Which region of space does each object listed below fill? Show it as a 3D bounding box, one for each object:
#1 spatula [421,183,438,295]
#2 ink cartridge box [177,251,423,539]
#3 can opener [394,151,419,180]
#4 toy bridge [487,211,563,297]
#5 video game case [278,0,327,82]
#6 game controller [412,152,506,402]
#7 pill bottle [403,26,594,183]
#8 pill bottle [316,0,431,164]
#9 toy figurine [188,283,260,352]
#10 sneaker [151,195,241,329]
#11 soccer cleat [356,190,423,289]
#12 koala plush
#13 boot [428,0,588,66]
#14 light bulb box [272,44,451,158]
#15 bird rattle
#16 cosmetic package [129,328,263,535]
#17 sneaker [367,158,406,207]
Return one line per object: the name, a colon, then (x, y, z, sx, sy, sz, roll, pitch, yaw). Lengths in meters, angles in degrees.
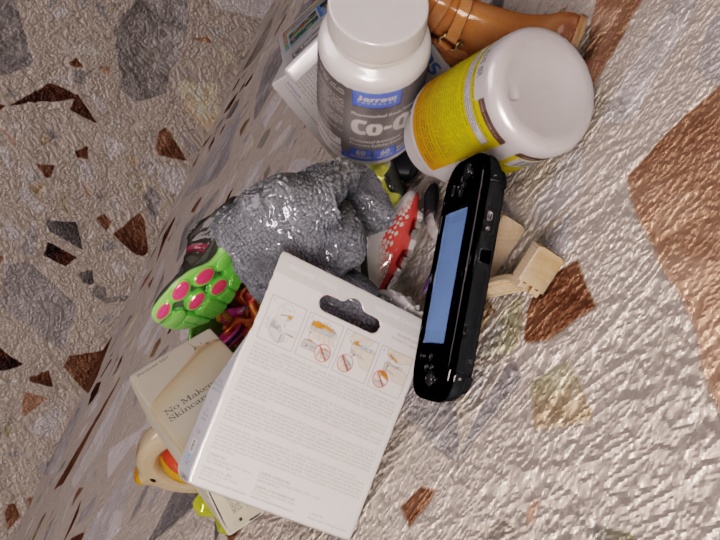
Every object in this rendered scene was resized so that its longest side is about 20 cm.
spatula: (0.077, -0.043, 0.968, 0.057, 0.020, 0.201, -56, 17, 26)
ink cartridge box: (-0.045, 0.108, 0.815, 0.047, 0.158, 0.203, 4, 70, 66)
can opener: (0.065, -0.186, 1.181, 0.064, 0.077, 0.202, 81, -152, -56)
toy bridge: (0.112, -0.017, 0.822, 0.068, 0.027, 0.200, -58, 19, 10)
video game case: (-0.011, -0.303, 1.063, 0.199, 0.024, 0.183, -40, 23, 11)
game controller: (0.077, 0.007, 0.785, 0.104, 0.041, 0.204, 176, 106, -70)
pill bottle: (0.115, -0.140, 0.871, 0.111, 0.108, 0.199, -65, 19, -15)
pill bottle: (0.012, -0.203, 0.952, 0.201, 0.112, 0.115, 96, -164, -67)
toy figurine: (-0.107, 0.022, 1.184, 0.183, 0.150, 0.201, -32, 17, 38)
sneaker: (-0.182, -0.011, 1.162, 0.083, 0.077, 0.201, 15, 61, 51)
soccer cleat: (0.000, 0.000, 0.988, 0.069, 0.084, 0.203, 79, -144, -82)
koala plush: (-0.036, 0.017, 0.884, 0.175, 0.203, 0.184, -25, -6, 8)
boot: (0.120, -0.243, 0.940, 0.075, 0.153, 0.199, -62, 18, -12)
light bulb box: (0.024, -0.276, 1.152, 0.198, 0.125, 0.200, -26, 30, 33)
bird rattle: (-0.163, 0.206, 1.041, 0.201, 0.160, 0.114, 127, 145, -49)
cosmetic package: (-0.136, 0.148, 0.915, 0.103, 0.074, 0.199, -31, 36, -20)
sneaker: (-0.005, -0.074, 1.096, 0.089, 0.080, 0.200, -18, -3, -18)
